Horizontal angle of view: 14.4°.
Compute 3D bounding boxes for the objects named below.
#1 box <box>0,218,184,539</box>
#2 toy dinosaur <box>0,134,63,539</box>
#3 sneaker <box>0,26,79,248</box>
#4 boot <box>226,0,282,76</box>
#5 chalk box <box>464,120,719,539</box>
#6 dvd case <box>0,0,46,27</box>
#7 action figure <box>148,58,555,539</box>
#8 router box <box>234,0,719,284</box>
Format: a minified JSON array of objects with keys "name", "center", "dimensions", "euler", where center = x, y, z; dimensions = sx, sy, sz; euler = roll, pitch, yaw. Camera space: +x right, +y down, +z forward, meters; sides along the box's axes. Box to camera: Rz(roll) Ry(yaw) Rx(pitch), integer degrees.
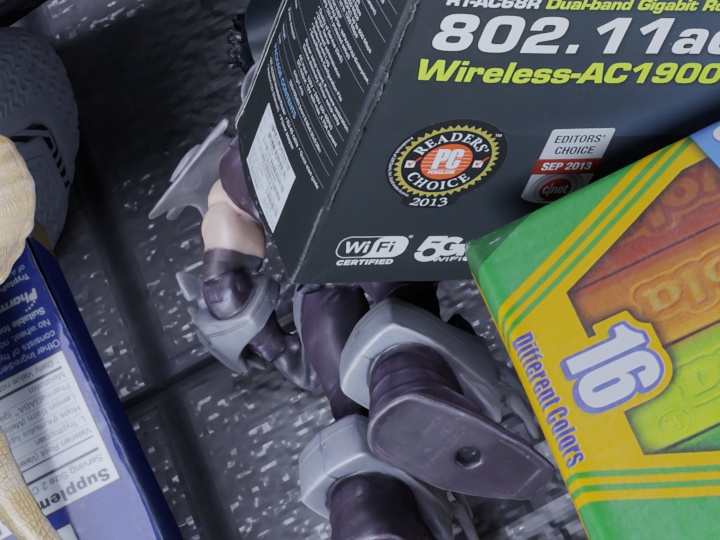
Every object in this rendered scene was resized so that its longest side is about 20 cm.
[{"name":"box","center":[-0.108,0.094,0.795],"dimensions":[0.121,0.032,0.200],"euler":[-28,67,3]},{"name":"toy dinosaur","center":[-0.134,0.003,0.784],"dimensions":[0.101,0.058,0.200],"euler":[-19,69,6]},{"name":"sneaker","center":[-0.176,-0.001,0.920],"dimensions":[0.115,0.075,0.200],"euler":[8,59,30]},{"name":"boot","center":[0.037,-0.146,0.934],"dimensions":[0.168,0.076,0.200],"euler":[-10,53,16]},{"name":"chalk box","center":[0.149,0.025,0.684],"dimensions":[0.200,0.124,0.125],"euler":[-28,44,4]},{"name":"dvd case","center":[-0.143,-0.077,0.928],"dimensions":[0.200,0.016,0.149],"euler":[-32,2,12]},{"name":"action figure","center":[0.000,0.000,0.810],"dimensions":[0.130,0.069,0.200],"euler":[-52,35,32]},{"name":"router box","center":[0.084,-0.067,0.721],"dimensions":[0.200,0.150,0.062],"euler":[-2,50,-23]}]
